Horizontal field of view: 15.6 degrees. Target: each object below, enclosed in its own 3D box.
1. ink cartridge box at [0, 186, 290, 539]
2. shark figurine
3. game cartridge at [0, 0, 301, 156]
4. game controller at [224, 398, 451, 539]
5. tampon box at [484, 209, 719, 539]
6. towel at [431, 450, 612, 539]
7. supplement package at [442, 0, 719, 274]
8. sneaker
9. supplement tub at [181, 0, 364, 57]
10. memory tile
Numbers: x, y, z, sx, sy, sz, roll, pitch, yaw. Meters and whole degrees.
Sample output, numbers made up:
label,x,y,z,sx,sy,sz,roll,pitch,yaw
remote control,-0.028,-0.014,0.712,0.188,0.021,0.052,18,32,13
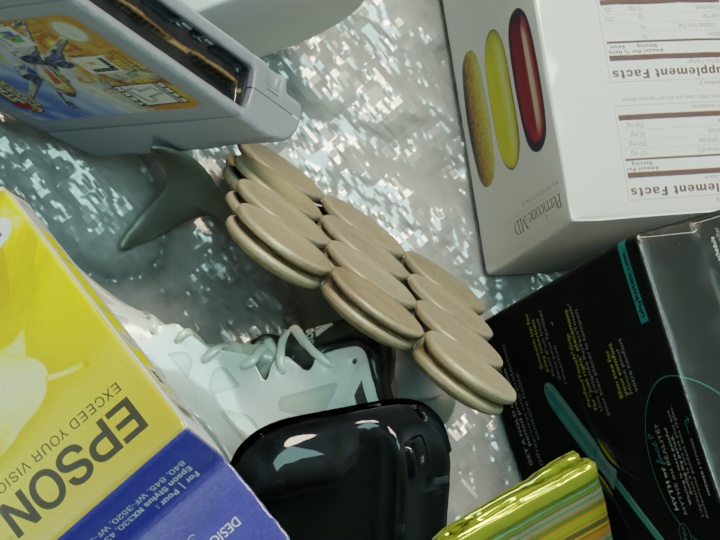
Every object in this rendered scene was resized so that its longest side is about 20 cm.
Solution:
label,x,y,z,sx,sy,sz,roll,pitch,yaw
ink cartridge box,-0.166,0.101,1.136,0.198,0.047,0.200,-42,66,3
shark figurine,-0.018,0.026,1.260,0.128,0.089,0.215,-23,86,-24
game cartridge,-0.136,-0.104,1.186,0.200,0.133,0.042,33,59,-46
game controller,-0.013,0.149,1.184,0.104,0.042,0.200,-4,119,-14
tampon box,0.164,0.060,1.248,0.126,0.200,0.150,-15,82,-21
towel,0.087,0.183,1.228,0.086,0.018,0.200,-26,123,-20
supplement package,0.117,-0.109,1.324,0.109,0.114,0.200,-4,77,-21
sneaker,-0.057,0.040,1.203,0.200,0.076,0.115,45,98,-5
supplement tub,-0.083,-0.208,1.269,0.140,0.140,0.200,-14,81,-21
memory tile,0.000,0.000,1.224,0.153,0.200,0.017,35,100,-10
